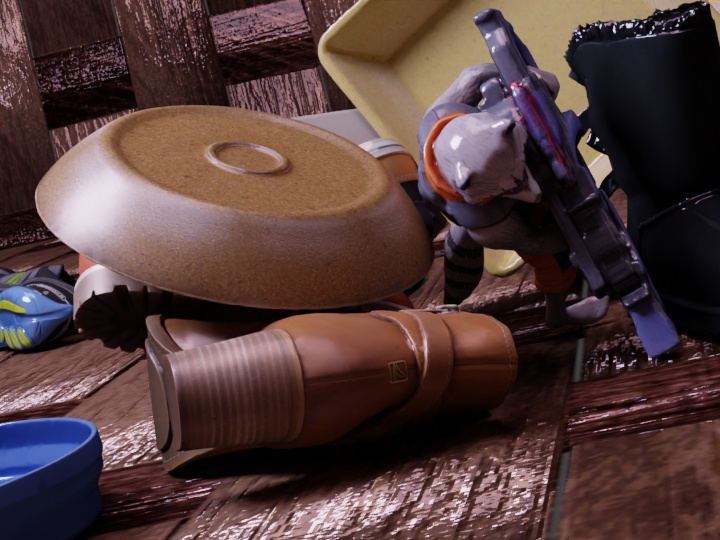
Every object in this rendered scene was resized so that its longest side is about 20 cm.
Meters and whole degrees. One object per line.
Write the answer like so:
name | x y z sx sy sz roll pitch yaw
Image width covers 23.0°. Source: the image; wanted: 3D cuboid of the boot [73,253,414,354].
boot | -0.055 -0.005 0.957 0.200 0.107 0.075 14 -41 -24

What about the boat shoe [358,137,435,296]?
boat shoe | 0.000 0.000 1.042 0.075 0.062 0.200 -21 -23 -23

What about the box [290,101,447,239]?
box | -0.040 -0.045 1.082 0.200 0.082 0.068 -10 -30 -35

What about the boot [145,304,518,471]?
boot | -0.020 0.046 0.838 0.155 0.077 0.200 -7 -5 -12

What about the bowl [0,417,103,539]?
bowl | -0.209 0.112 0.776 0.200 0.039 0.201 -13 6 1

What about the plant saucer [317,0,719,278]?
plant saucer | 0.105 -0.129 1.079 0.200 0.200 0.048 -42 -19 13

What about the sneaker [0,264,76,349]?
sneaker | -0.289 0.032 1.546 0.083 0.071 0.200 -11 9 -28

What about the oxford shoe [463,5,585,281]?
oxford shoe | 0.117 -0.087 1.137 0.071 0.200 0.073 -26 9 -4

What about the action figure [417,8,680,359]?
action figure | 0.081 -0.019 0.910 0.105 0.200 0.193 -27 -24 3

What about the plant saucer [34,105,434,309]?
plant saucer | -0.058 -0.041 0.875 0.200 0.035 0.200 9 24 -4

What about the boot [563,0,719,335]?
boot | 0.176 -0.054 0.894 0.073 0.163 0.198 -13 7 -20

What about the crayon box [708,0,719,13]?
crayon box | 0.216 -0.185 1.126 0.200 0.052 0.126 21 65 32
